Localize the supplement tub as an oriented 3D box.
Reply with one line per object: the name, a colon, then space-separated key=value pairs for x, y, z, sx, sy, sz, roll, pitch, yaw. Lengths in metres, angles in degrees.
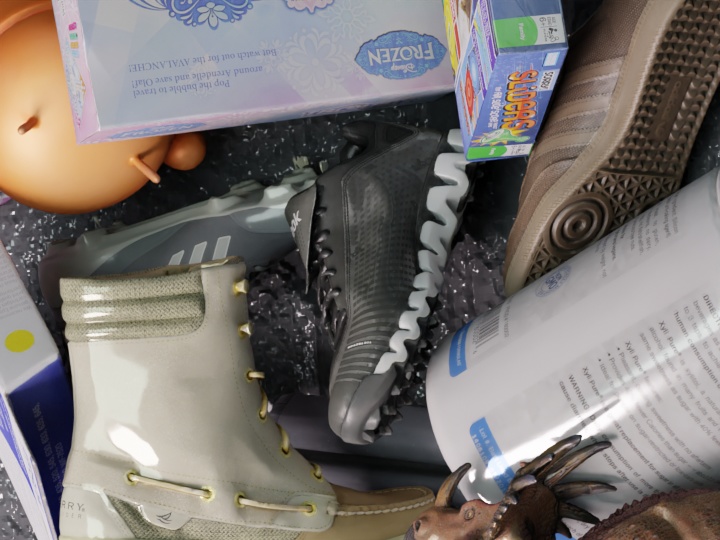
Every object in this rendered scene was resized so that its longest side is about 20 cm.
supplement tub: x=0.143 y=0.043 z=1.260 sx=0.200 sy=0.132 sz=0.132 roll=-32 pitch=76 yaw=25

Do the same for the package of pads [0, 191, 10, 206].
package of pads: x=-0.283 y=-0.096 z=1.522 sx=0.120 sy=0.076 sz=0.200 roll=-36 pitch=74 yaw=22

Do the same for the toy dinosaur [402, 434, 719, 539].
toy dinosaur: x=0.131 y=0.130 z=1.195 sx=0.086 sy=0.199 sz=0.136 roll=108 pitch=152 yaw=-55

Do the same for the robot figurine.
robot figurine: x=-0.158 y=-0.103 z=1.406 sx=0.116 sy=0.200 sz=0.144 roll=-23 pitch=122 yaw=-4

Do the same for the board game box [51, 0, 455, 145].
board game box: x=-0.062 y=-0.174 z=1.343 sx=0.043 sy=0.199 sz=0.200 roll=155 pitch=105 yaw=-65

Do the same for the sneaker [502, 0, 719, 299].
sneaker: x=0.122 y=-0.073 z=1.319 sx=0.200 sy=0.070 sz=0.076 roll=-61 pitch=37 yaw=20

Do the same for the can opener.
can opener: x=-0.035 y=0.100 z=1.387 sx=0.199 sy=0.067 sz=0.053 roll=4 pitch=126 yaw=28

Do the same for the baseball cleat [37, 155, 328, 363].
baseball cleat: x=-0.078 y=0.008 z=1.427 sx=0.199 sy=0.070 sz=0.107 roll=-13 pitch=98 yaw=32

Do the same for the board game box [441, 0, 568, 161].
board game box: x=0.060 y=-0.170 z=1.281 sx=0.034 sy=0.135 sz=0.201 roll=-6 pitch=72 yaw=-6

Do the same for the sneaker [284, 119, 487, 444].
sneaker: x=0.000 y=0.000 z=1.311 sx=0.090 sy=0.200 sz=0.067 roll=16 pitch=142 yaw=4

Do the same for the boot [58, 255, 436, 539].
boot: x=-0.052 y=0.070 z=1.301 sx=0.072 sy=0.199 sz=0.155 roll=176 pitch=94 yaw=-66

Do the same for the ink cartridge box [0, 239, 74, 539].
ink cartridge box: x=-0.168 y=0.078 z=1.374 sx=0.047 sy=0.198 sz=0.200 roll=-24 pitch=52 yaw=-13
